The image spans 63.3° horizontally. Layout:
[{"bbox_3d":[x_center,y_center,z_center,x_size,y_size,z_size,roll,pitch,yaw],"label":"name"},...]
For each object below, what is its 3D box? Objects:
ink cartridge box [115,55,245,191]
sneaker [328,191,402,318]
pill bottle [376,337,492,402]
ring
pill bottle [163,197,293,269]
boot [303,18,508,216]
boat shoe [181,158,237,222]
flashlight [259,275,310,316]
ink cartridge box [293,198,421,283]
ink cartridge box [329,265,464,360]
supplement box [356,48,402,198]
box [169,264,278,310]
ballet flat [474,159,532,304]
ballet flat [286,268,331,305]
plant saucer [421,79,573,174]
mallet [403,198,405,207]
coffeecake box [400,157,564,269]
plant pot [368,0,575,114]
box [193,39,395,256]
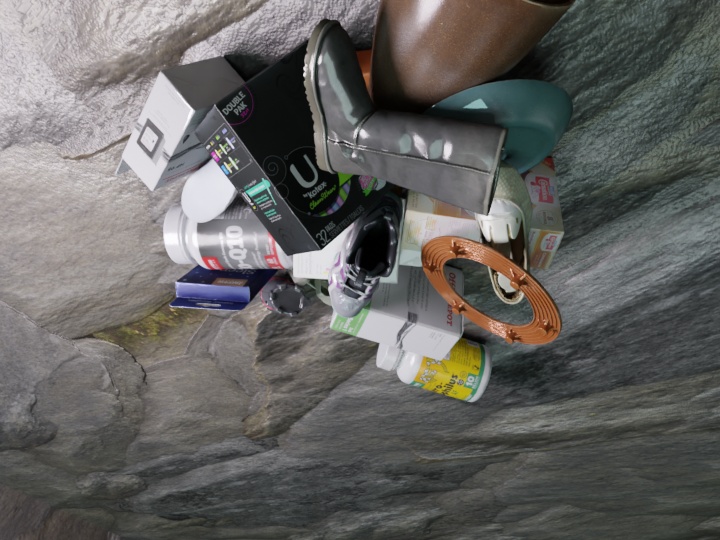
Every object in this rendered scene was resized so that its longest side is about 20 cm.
[{"bbox_3d":[-0.243,-0.185,0.794,0.067,0.116,0.200,47,131,0],"label":"ink cartridge box"},{"bbox_3d":[0.000,0.000,0.780,0.077,0.140,0.202,15,115,-4],"label":"sneaker"},{"bbox_3d":[0.137,0.170,1.107,0.198,0.113,0.113,18,137,-8],"label":"pill bottle"},{"bbox_3d":[0.157,0.032,0.736,0.200,0.019,0.201,34,159,15],"label":"ring"},{"bbox_3d":[-0.200,-0.059,0.930,0.198,0.115,0.114,-1,136,12],"label":"pill bottle"},{"bbox_3d":[0.047,-0.149,0.586,0.199,0.073,0.183,20,143,24],"label":"boot"},{"bbox_3d":[-0.188,-0.152,0.849,0.070,0.066,0.200,40,117,1],"label":"boat shoe"},{"bbox_3d":[-0.134,0.042,0.979,0.068,0.200,0.068,-38,97,-8],"label":"flashlight"},{"bbox_3d":[0.002,-0.049,0.873,0.198,0.068,0.118,3,116,1],"label":"ink cartridge box"},{"bbox_3d":[0.064,0.047,0.967,0.198,0.147,0.085,18,138,-7],"label":"ink cartridge box"},{"bbox_3d":[0.014,-0.189,0.788,0.066,0.069,0.201,-2,138,16],"label":"supplement box"},{"bbox_3d":[-0.217,0.013,0.956,0.120,0.200,0.033,4,110,7],"label":"box"},{"bbox_3d":[0.173,-0.039,0.691,0.067,0.063,0.201,-7,133,21],"label":"ballet flat"},{"bbox_3d":[-0.076,0.010,1.015,0.199,0.070,0.069,36,132,-24],"label":"ballet flat"},{"bbox_3d":[0.146,-0.143,0.672,0.198,0.036,0.200,-8,163,-2],"label":"plant saucer"},{"bbox_3d":[0.008,-0.078,0.933,0.199,0.066,0.041,-31,125,17],"label":"mallet"},{"bbox_3d":[0.161,-0.093,0.795,0.198,0.154,0.073,8,138,2],"label":"coffeecake box"},{"bbox_3d":[0.089,-0.249,0.621,0.185,0.188,0.200,21,137,-12],"label":"plant pot"},{"bbox_3d":[-0.079,-0.142,0.722,0.201,0.148,0.124,54,157,-15],"label":"box"}]
